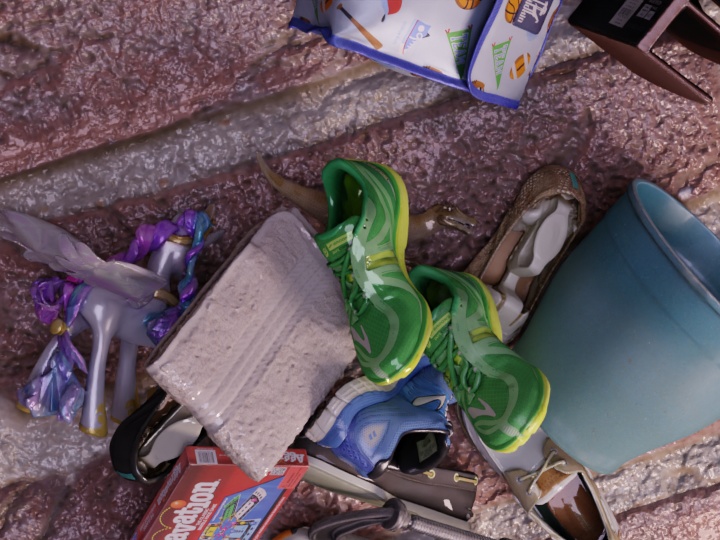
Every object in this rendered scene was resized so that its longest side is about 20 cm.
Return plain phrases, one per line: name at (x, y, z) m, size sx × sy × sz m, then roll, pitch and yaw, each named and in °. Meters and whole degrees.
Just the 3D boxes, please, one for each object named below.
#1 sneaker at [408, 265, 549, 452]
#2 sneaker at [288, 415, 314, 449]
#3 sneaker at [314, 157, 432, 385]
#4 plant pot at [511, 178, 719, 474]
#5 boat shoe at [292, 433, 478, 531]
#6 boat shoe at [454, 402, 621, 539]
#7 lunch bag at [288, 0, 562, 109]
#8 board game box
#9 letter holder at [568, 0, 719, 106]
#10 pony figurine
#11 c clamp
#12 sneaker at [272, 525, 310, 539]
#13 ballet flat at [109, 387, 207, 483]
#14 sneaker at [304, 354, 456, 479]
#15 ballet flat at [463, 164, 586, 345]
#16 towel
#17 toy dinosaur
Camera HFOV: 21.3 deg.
sneaker at (0.082, 0.069, 1.508) m, size 0.084 × 0.200 × 0.074 m, roll 24°, pitch 113°, yaw -36°
sneaker at (-0.085, 0.103, 1.601) m, size 0.100 × 0.075 × 0.200 m, roll 9°, pitch 98°, yaw 4°
sneaker at (0.000, 0.000, 1.490) m, size 0.084 × 0.200 × 0.074 m, roll 21°, pitch 138°, yaw -41°
plant pot at (0.227, 0.059, 1.577) m, size 0.200 × 0.200 × 0.188 m, roll 41°, pitch 109°, yaw -15°
boat shoe at (0.020, 0.169, 1.602) m, size 0.201 × 0.072 × 0.061 m, roll 28°, pitch 73°, yaw -38°
boat shoe at (0.160, 0.173, 1.645) m, size 0.075 × 0.068 × 0.200 m, roll -42°, pitch 105°, yaw 2°
lunch bag at (0.072, -0.232, 1.518) m, size 0.200 × 0.124 × 0.170 m, roll 18°, pitch 100°, yaw -26°
board game box at (-0.125, 0.204, 1.560) m, size 0.103 × 0.019 × 0.200 m, roll 4°, pitch 142°, yaw -25°
letter holder at (0.271, -0.185, 1.514) m, size 0.142 × 0.200 × 0.101 m, roll 37°, pitch 95°, yaw -15°
pony figurine at (-0.204, 0.028, 1.531) m, size 0.193 × 0.167 × 0.200 m, roll 13°, pitch 98°, yaw -44°
c clamp at (0.065, 0.225, 1.602) m, size 0.200 × 0.171 × 0.027 m, roll 18°, pitch 62°, yaw -28°
sneaker at (-0.014, 0.310, 1.637) m, size 0.076 × 0.092 × 0.200 m, roll -30°, pitch 105°, yaw -2°
ballet flat at (-0.115, 0.096, 1.515) m, size 0.068 × 0.068 × 0.200 m, roll 43°, pitch 88°, yaw -22°
sneaker at (0.039, 0.124, 1.551) m, size 0.089 × 0.200 × 0.079 m, roll 47°, pitch 124°, yaw 13°
ballet flat at (0.127, 0.004, 1.604) m, size 0.070 × 0.065 × 0.200 m, roll 24°, pitch 99°, yaw -15°
towel at (-0.069, 0.052, 1.484) m, size 0.133 × 0.034 × 0.200 m, roll 48°, pitch 53°, yaw -16°
toy dinosaur at (-0.007, -0.036, 1.590) m, size 0.200 × 0.058 × 0.101 m, roll 12°, pitch 85°, yaw -18°
